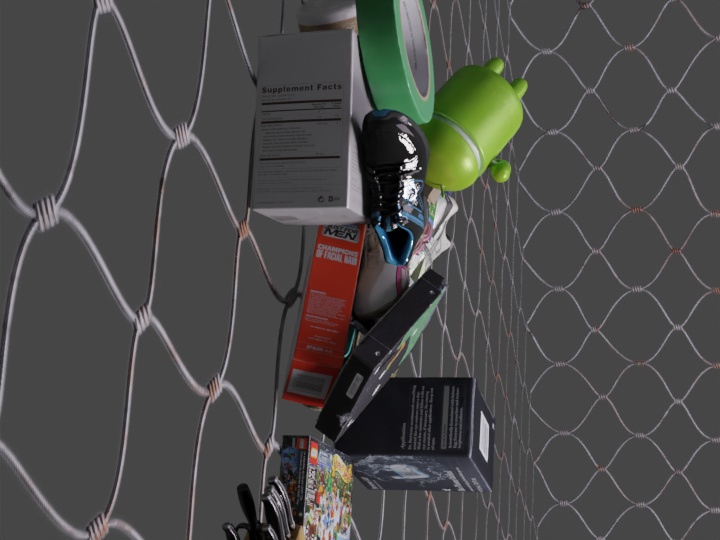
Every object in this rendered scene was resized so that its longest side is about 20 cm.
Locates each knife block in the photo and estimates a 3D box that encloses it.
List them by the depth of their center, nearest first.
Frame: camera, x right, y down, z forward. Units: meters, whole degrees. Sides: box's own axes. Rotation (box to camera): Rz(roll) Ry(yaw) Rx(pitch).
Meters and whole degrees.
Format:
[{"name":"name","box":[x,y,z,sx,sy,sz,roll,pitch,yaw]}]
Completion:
[{"name":"knife block","box":[-0.092,0.314,1.201,0.200,0.063,0.179,34,58,-71]}]

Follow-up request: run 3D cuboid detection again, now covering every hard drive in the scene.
[{"name":"hard drive","box":[0.027,0.097,1.300,0.200,0.038,0.141,-44,165,-47]}]

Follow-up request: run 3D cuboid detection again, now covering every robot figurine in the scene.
[{"name":"robot figurine","box":[0.136,-0.189,1.447,0.200,0.175,0.116,-49,179,-23]}]

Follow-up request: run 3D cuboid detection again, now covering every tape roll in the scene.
[{"name":"tape roll","box":[0.044,-0.274,1.308,0.200,0.047,0.204,-8,90,-74]}]

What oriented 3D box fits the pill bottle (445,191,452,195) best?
[{"name":"pill bottle","box":[0.099,-0.145,1.810,0.201,0.109,0.113,-64,149,-57]}]

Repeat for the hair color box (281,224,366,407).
[{"name":"hair color box","box":[-0.043,0.049,1.322,0.111,0.063,0.202,109,-9,-58]}]

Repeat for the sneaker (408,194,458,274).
[{"name":"sneaker","box":[0.099,-0.030,1.706,0.076,0.086,0.202,58,-39,46]}]

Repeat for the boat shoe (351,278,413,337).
[{"name":"boat shoe","box":[0.000,0.000,1.448,0.091,0.071,0.201,-37,89,-37]}]

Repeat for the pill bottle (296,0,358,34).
[{"name":"pill bottle","box":[-0.007,-0.249,1.406,0.111,0.109,0.202,-63,143,-58]}]

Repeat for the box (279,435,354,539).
[{"name":"box","box":[-0.055,0.292,1.380,0.200,0.037,0.139,48,44,-67]}]

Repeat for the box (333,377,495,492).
[{"name":"box","box":[0.083,0.239,1.575,0.197,0.197,0.119,58,34,-61]}]

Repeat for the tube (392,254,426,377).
[{"name":"tube","box":[0.059,0.076,1.618,0.058,0.051,0.202,51,-48,42]}]

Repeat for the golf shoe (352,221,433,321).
[{"name":"golf shoe","box":[0.025,-0.023,1.374,0.093,0.072,0.201,55,39,-29]}]

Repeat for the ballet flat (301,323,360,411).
[{"name":"ballet flat","box":[-0.034,0.135,1.425,0.201,0.067,0.076,-73,166,-55]}]

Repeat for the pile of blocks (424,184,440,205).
[{"name":"pile of blocks","box":[0.067,-0.170,1.532,0.062,0.081,0.203,45,40,-72]}]

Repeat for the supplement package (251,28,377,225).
[{"name":"supplement package","box":[-0.049,-0.161,1.269,0.121,0.118,0.203,23,68,-72]}]

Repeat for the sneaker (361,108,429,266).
[{"name":"sneaker","box":[0.042,-0.092,1.241,0.201,0.072,0.083,73,25,-45]}]

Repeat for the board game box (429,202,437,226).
[{"name":"board game box","box":[0.035,-0.150,1.554,0.199,0.036,0.153,38,46,-30]}]
